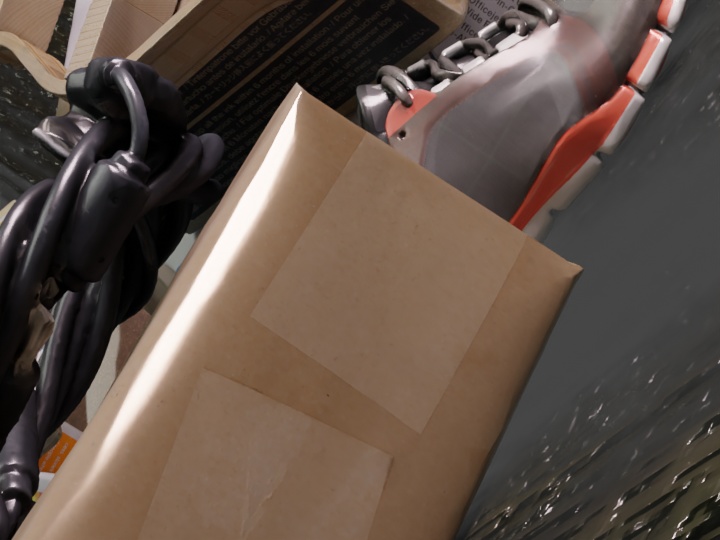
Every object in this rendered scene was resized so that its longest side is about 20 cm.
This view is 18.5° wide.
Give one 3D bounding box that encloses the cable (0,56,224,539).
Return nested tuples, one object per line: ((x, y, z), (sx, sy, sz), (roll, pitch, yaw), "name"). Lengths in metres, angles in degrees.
((-0.093, 0.022, 0.694), (0.200, 0.050, 0.164), (114, 178, -82), "cable")

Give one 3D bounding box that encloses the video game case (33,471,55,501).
((-0.158, 0.186, 0.956), (0.182, 0.024, 0.202), (175, 104, -66), "video game case")

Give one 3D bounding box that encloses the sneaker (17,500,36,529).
((-0.153, 0.088, 0.831), (0.200, 0.104, 0.060), (-44, 41, 49), "sneaker")

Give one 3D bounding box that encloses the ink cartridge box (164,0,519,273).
((0.011, -0.064, 0.882), (0.201, 0.083, 0.145), (-58, 27, 0), "ink cartridge box")

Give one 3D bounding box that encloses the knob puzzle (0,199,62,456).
((-0.223, 0.074, 1.008), (0.219, 0.030, 0.221), (-31, 38, 28), "knob puzzle")

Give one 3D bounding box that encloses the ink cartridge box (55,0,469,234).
((-0.036, -0.140, 0.863), (0.164, 0.075, 0.201), (-34, 38, 35), "ink cartridge box")

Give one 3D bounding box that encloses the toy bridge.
((-0.084, -0.089, 0.789), (0.199, 0.027, 0.068), (-6, 63, 52), "toy bridge")

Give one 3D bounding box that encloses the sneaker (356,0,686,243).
((0.042, -0.054, 0.749), (0.201, 0.082, 0.077), (-58, 4, 0), "sneaker")

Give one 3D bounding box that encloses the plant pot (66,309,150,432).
((-0.101, 0.047, 1.265), (0.187, 0.186, 0.201), (126, 160, -45), "plant pot")

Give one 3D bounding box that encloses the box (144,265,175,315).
((-0.040, -0.067, 1.066), (0.200, 0.078, 0.095), (-42, -4, -15), "box")

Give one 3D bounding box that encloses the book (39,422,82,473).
((-0.172, 0.137, 1.084), (0.134, 0.199, 0.048), (-58, 4, -13), "book")

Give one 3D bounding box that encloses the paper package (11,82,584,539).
((-0.044, 0.080, 0.655), (0.201, 0.103, 0.191), (-62, 6, -34), "paper package")
